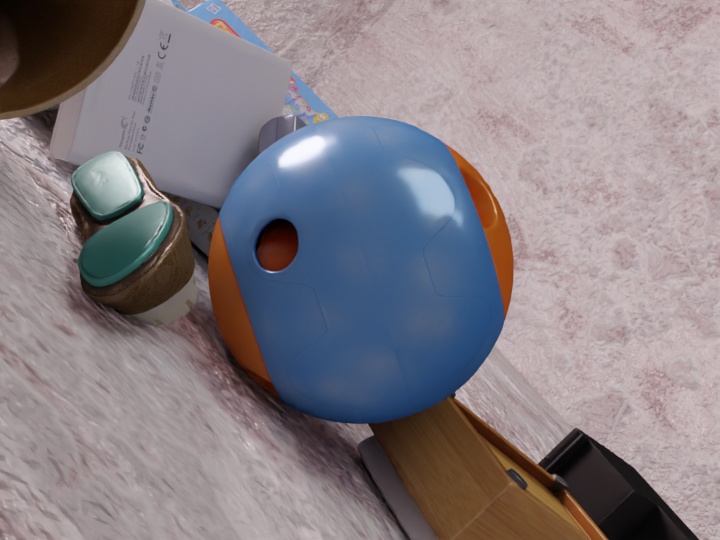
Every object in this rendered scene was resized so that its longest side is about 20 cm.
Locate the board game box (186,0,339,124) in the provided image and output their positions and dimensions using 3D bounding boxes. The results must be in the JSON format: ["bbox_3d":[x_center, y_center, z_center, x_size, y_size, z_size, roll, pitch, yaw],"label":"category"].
[{"bbox_3d":[-0.110,-0.127,1.211,0.200,0.056,0.196,46,-31,12],"label":"board game box"}]

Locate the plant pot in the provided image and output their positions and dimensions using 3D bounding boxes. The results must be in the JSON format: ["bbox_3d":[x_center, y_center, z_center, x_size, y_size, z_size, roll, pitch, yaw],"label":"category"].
[{"bbox_3d":[-0.247,-0.195,0.742,0.186,0.187,0.200,41,-9,-32],"label":"plant pot"}]

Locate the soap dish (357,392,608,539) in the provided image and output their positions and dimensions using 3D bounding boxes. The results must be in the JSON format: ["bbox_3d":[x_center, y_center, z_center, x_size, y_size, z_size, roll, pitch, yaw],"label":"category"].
[{"bbox_3d":[0.101,0.174,0.881,0.200,0.081,0.157,40,7,-33],"label":"soap dish"}]

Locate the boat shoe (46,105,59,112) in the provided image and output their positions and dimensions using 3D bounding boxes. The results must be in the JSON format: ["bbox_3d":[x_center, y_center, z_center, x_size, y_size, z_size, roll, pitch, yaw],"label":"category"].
[{"bbox_3d":[-0.245,-0.164,1.022,0.072,0.070,0.201,54,7,-14],"label":"boat shoe"}]

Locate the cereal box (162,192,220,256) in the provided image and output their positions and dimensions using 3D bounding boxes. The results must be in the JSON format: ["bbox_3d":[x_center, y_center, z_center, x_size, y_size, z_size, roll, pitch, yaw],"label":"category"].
[{"bbox_3d":[-0.135,-0.053,1.081,0.200,0.040,0.144,44,5,-2],"label":"cereal box"}]

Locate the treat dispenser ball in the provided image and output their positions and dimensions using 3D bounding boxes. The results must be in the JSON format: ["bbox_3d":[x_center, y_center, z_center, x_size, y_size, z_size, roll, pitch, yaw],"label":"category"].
[{"bbox_3d":[0.000,0.000,0.822,0.201,0.201,0.201,44,5,-5],"label":"treat dispenser ball"}]

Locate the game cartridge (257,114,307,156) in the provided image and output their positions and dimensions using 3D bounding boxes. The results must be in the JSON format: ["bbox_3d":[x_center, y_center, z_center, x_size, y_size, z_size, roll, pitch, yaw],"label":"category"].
[{"bbox_3d":[-0.041,-0.017,1.009,0.133,0.041,0.200,41,41,-70],"label":"game cartridge"}]

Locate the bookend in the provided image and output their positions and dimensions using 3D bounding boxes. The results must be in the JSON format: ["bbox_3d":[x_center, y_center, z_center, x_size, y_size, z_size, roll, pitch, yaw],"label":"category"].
[{"bbox_3d":[0.316,0.306,1.462,0.200,0.092,0.199,50,9,37],"label":"bookend"}]

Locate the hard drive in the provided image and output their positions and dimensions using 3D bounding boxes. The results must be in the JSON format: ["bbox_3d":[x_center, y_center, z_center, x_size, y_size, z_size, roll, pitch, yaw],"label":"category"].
[{"bbox_3d":[-0.137,-0.125,0.950,0.026,0.132,0.200,13,-2,37],"label":"hard drive"}]

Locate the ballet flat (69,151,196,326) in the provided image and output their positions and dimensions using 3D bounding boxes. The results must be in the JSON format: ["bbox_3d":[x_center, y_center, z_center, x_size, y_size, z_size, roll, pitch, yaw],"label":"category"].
[{"bbox_3d":[-0.130,-0.009,0.732,0.072,0.068,0.200,63,-8,-27],"label":"ballet flat"}]

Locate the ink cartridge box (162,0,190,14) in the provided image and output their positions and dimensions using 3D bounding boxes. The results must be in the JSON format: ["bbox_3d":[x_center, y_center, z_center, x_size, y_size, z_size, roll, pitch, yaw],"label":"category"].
[{"bbox_3d":[-0.200,-0.207,0.971,0.200,0.068,0.116,43,16,-49],"label":"ink cartridge box"}]
